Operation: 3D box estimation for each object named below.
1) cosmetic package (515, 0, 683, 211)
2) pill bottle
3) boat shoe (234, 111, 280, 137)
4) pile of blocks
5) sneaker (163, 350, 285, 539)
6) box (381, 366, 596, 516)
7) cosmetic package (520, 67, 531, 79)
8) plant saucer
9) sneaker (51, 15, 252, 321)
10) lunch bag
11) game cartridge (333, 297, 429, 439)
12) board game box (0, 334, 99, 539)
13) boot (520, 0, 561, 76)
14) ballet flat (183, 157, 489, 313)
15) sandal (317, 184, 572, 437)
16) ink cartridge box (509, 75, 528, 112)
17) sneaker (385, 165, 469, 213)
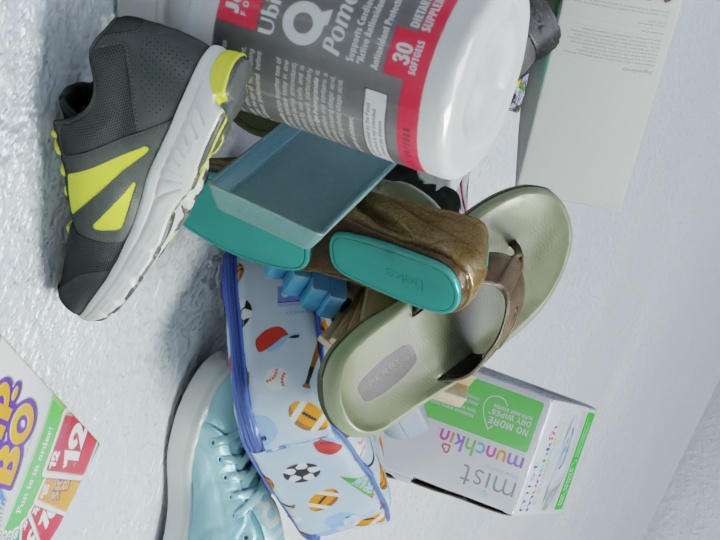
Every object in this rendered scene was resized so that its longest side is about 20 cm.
[{"bbox_3d":[0.167,-0.153,1.414,0.108,0.084,0.201,-82,-177,-48],"label":"cosmetic package"},{"bbox_3d":[-0.022,-0.128,1.057,0.111,0.199,0.111,-55,157,-38],"label":"pill bottle"},{"bbox_3d":[-0.037,-0.173,1.182,0.068,0.075,0.200,-53,166,-45],"label":"boat shoe"},{"bbox_3d":[0.000,0.000,1.245,0.082,0.200,0.062,-49,176,-40],"label":"pile of blocks"},{"bbox_3d":[-0.082,0.150,1.361,0.074,0.082,0.201,-43,144,-57],"label":"sneaker"},{"bbox_3d":[0.058,0.113,1.545,0.097,0.199,0.176,-70,161,0],"label":"box"},{"bbox_3d":[0.085,-0.189,1.441,0.200,0.052,0.151,-37,151,-22],"label":"cosmetic package"},{"bbox_3d":[-0.019,-0.061,1.149,0.200,0.070,0.019,-46,158,-62],"label":"plant saucer"},{"bbox_3d":[-0.124,-0.057,1.054,0.200,0.084,0.075,-57,-179,39],"label":"sneaker"},{"bbox_3d":[-0.036,0.078,1.339,0.200,0.075,0.161,69,9,-55],"label":"lunch bag"},{"bbox_3d":[-0.001,0.009,1.359,0.133,0.040,0.201,54,19,-65],"label":"game cartridge"},{"bbox_3d":[-0.196,0.099,1.077,0.096,0.030,0.200,-65,159,-17],"label":"board game box"},{"bbox_3d":[0.029,-0.179,1.269,0.132,0.200,0.070,-40,-167,-17],"label":"boot"},{"bbox_3d":[-0.014,-0.033,1.179,0.072,0.199,0.068,-55,153,-43],"label":"ballet flat"},{"bbox_3d":[0.061,0.029,1.197,0.201,0.057,0.080,-44,112,-23],"label":"sandal"},{"bbox_3d":[0.105,-0.205,1.580,0.109,0.050,0.200,-68,163,-6],"label":"ink cartridge box"},{"bbox_3d":[0.044,-0.035,1.468,0.200,0.080,0.087,-72,158,-60],"label":"sneaker"}]
